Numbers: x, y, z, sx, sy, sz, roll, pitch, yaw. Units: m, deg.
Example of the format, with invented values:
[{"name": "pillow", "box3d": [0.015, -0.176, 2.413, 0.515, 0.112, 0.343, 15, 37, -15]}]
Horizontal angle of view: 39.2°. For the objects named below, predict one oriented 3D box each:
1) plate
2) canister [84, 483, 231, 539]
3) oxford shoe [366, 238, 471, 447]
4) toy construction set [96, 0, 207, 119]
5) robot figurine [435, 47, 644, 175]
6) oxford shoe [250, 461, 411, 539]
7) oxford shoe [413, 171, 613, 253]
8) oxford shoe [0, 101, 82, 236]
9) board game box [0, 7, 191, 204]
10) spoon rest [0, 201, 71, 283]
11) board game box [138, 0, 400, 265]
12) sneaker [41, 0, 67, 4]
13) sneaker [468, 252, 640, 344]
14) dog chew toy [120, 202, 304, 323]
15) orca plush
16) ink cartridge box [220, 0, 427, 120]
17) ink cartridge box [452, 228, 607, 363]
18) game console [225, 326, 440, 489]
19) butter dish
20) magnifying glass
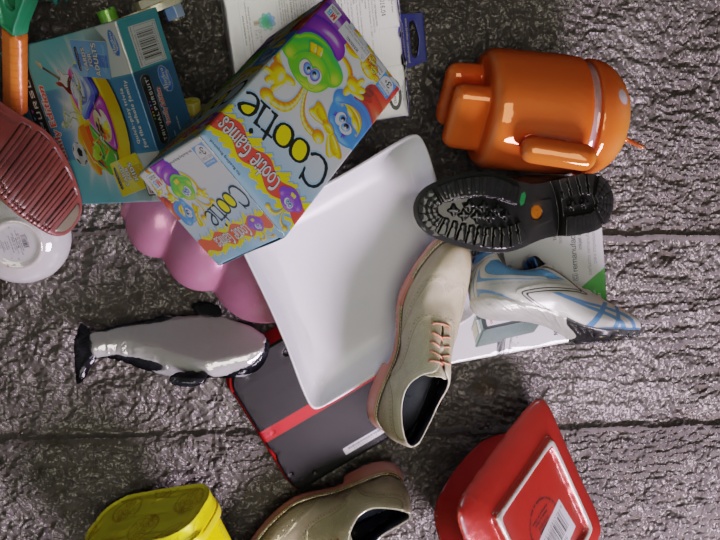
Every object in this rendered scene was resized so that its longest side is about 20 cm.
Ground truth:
[{"name": "plate", "box3d": [0.000, 0.000, 0.952, 0.198, 0.032, 0.202, -29, 116, -14]}, {"name": "canister", "box3d": [-0.185, 0.339, 1.076, 0.146, 0.087, 0.203, -13, 112, 24]}, {"name": "oxford shoe", "box3d": [0.069, 0.068, 0.946, 0.070, 0.074, 0.204, 11, 101, -27]}, {"name": "toy construction set", "box3d": [-0.188, -0.178, 0.936, 0.091, 0.130, 0.204, -18, 101, -47]}, {"name": "robot figurine", "box3d": [0.175, -0.155, 0.984, 0.196, 0.144, 0.119, 4, 92, -11]}, {"name": "oxford shoe", "box3d": [-0.036, 0.283, 1.098, 0.198, 0.074, 0.071, -32, 123, 2]}, {"name": "oxford shoe", "box3d": [0.134, -0.056, 0.958, 0.196, 0.084, 0.074, -1, 95, -21]}, {"name": "oxford shoe", "box3d": [-0.327, -0.111, 0.900, 0.071, 0.074, 0.201, -54, 129, -26]}, {"name": "board game box", "box3d": [-0.232, -0.139, 0.905, 0.047, 0.198, 0.154, -31, 113, -41]}, {"name": "spoon rest", "box3d": [-0.342, -0.079, 0.977, 0.097, 0.061, 0.203, -10, 120, -6]}, {"name": "board game box", "box3d": [-0.072, -0.118, 0.847, 0.103, 0.104, 0.201, 49, 52, -19]}, {"name": "sneaker", "box3d": [-0.289, -0.278, 0.907, 0.197, 0.078, 0.081, -18, 97, -4]}, {"name": "sneaker", "box3d": [0.196, 0.028, 0.998, 0.197, 0.072, 0.074, 16, 72, -21]}, {"name": "dog chew toy", "box3d": [-0.137, -0.029, 0.985, 0.197, 0.125, 0.126, 22, 101, -10]}, {"name": "orca plush", "box3d": [-0.191, 0.097, 1.037, 0.196, 0.106, 0.072, -10, 136, -8]}, {"name": "ink cartridge box", "box3d": [-0.029, -0.210, 0.976, 0.196, 0.076, 0.139, -9, 108, -6]}, {"name": "ink cartridge box", "box3d": [0.150, 0.007, 1.061, 0.196, 0.084, 0.149, -11, 106, -6]}, {"name": "game console", "box3d": [-0.029, 0.123, 1.096, 0.198, 0.031, 0.179, -30, 114, 0]}, {"name": "butter dish", "box3d": [0.148, 0.273, 1.110, 0.200, 0.146, 0.202, -43, 113, -40]}, {"name": "magnifying glass", "box3d": [-0.300, -0.227, 0.872, 0.022, 0.079, 0.202, -29, 145, -40]}]
